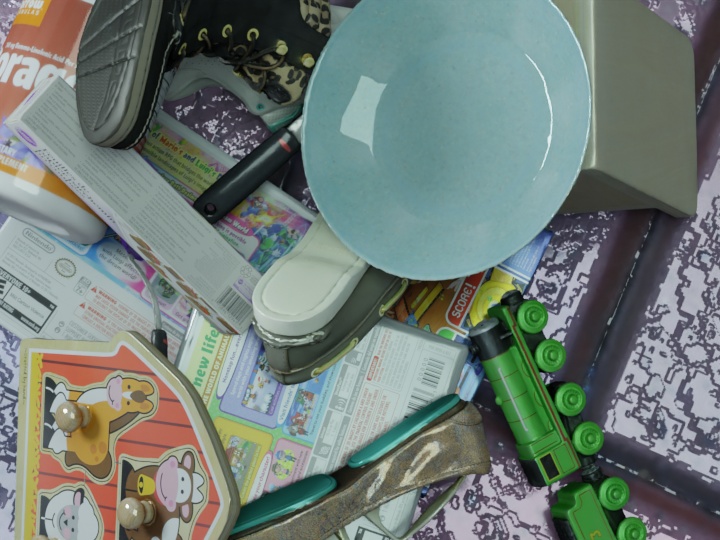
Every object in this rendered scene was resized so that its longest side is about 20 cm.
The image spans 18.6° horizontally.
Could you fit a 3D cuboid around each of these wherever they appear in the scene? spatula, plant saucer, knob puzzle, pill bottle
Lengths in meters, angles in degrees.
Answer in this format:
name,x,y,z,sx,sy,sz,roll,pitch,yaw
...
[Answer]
name,x,y,z,sx,sy,sz,roll,pitch,yaw
spatula,-0.034,-0.100,1.458,0.200,0.021,0.057,-41,105,-1
spatula,-0.138,0.025,1.430,0.020,0.057,0.201,-9,73,8
plant saucer,0.058,-0.091,1.379,0.200,0.039,0.202,-5,80,26
knob puzzle,-0.157,0.137,1.397,0.219,0.030,0.221,-1,88,41
pill bottle,-0.183,-0.128,1.446,0.112,0.112,0.201,22,81,1

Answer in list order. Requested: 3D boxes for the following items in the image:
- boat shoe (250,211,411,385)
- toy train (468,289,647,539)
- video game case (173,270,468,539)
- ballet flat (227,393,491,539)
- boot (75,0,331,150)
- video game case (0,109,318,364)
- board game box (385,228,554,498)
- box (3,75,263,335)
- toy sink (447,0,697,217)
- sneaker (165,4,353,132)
name,x,y,z,sx,sy,sz,roll,pitch,yaw
boat shoe,-0.003,-0.001,1.423,0.072,0.061,0.202,17,40,27
toy train,0.128,0.110,1.463,0.056,0.042,0.201,-27,96,-17
video game case,-0.045,0.114,1.443,0.181,0.022,0.201,19,86,-4
ballet flat,-0.003,0.152,1.403,0.199,0.068,0.067,-28,97,-4
boot,-0.096,-0.145,1.388,0.150,0.073,0.201,28,55,-35
video game case,-0.141,-0.004,1.485,0.200,0.024,0.182,33,84,12
board game box,0.028,0.035,1.495,0.135,0.034,0.201,27,81,3
box,-0.137,-0.039,1.384,0.200,0.039,0.041,44,73,-18
toy sink,0.141,-0.109,1.473,0.112,0.200,0.131,-4,81,27
sneaker,-0.040,-0.137,1.508,0.199,0.075,0.089,7,86,8
